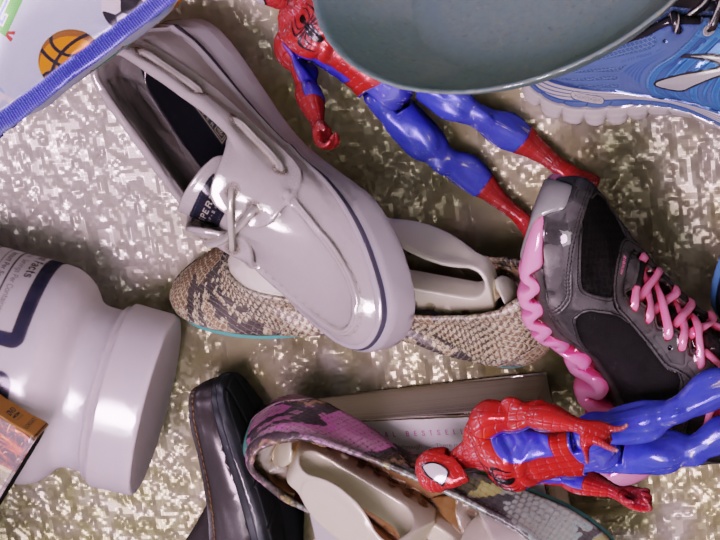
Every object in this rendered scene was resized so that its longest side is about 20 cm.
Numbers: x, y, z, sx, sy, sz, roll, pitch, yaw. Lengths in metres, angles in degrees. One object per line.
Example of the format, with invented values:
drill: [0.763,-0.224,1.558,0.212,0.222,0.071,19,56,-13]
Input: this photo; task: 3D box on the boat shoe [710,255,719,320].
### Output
boat shoe: [0.238,-0.035,1.125,0.084,0.069,0.200,10,124,-40]

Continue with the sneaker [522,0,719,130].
sneaker: [0.163,-0.108,1.097,0.200,0.079,0.089,2,150,15]

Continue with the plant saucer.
plant saucer: [0.077,-0.143,1.076,0.201,0.201,0.039,-17,136,16]

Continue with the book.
book: [0.047,0.157,1.271,0.133,0.048,0.200,-6,112,17]

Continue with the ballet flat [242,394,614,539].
ballet flat: [0.031,0.126,1.195,0.200,0.071,0.069,25,119,4]

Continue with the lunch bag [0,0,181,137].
lunch bag: [-0.128,-0.178,1.030,0.200,0.124,0.170,-38,99,7]

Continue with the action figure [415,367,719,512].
action figure: [0.118,0.081,1.134,0.200,0.052,0.065,-8,141,24]

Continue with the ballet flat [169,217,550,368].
ballet flat: [0.000,0.000,1.190,0.200,0.068,0.075,8,141,13]

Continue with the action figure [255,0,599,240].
action figure: [0.018,-0.077,1.152,0.200,0.099,0.065,39,112,-4]

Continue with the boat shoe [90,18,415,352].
boat shoe: [-0.054,-0.038,1.128,0.200,0.066,0.072,55,134,17]

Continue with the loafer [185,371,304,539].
loafer: [-0.065,0.149,1.271,0.072,0.073,0.200,-7,109,18]

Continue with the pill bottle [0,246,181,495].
pill bottle: [-0.198,0.043,1.226,0.200,0.116,0.116,15,114,5]

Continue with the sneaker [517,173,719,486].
sneaker: [0.139,0.028,1.148,0.095,0.079,0.200,1,141,29]

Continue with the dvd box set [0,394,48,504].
dvd box set: [-0.271,0.082,1.168,0.200,0.029,0.146,33,101,0]
